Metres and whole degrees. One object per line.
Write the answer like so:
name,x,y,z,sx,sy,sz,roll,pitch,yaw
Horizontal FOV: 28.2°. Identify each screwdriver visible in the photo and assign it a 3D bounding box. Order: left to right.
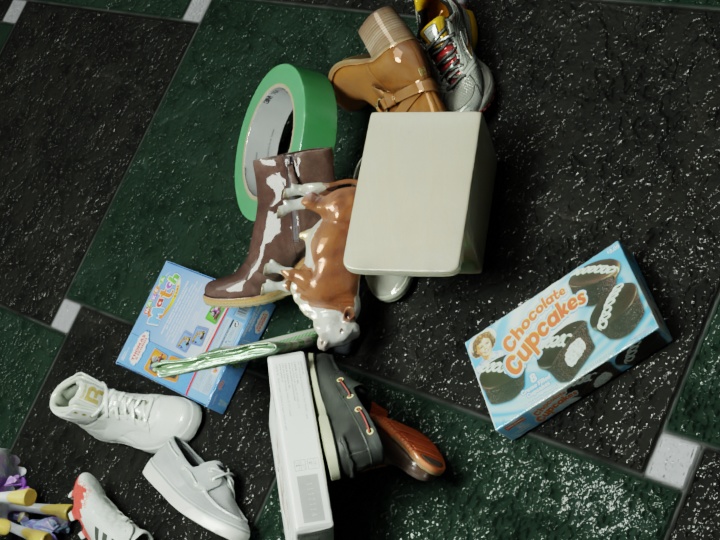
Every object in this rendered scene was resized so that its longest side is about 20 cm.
screwdriver,0.000,0.000,1.647,0.029,0.028,0.201,-137,59,-74

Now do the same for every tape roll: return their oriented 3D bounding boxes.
tape roll,-0.096,-0.156,1.791,0.200,0.048,0.202,-31,54,54

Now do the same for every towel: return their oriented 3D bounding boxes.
towel,-0.131,0.091,1.623,0.152,0.200,0.024,-12,87,17

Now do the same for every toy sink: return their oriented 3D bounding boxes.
toy sink,0.070,-0.063,1.580,0.130,0.112,0.201,1,62,17

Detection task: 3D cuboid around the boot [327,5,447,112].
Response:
boot,0.033,-0.202,1.726,0.155,0.073,0.200,62,157,15

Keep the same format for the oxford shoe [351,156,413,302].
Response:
oxford shoe,0.023,-0.055,1.679,0.075,0.058,0.201,-20,57,27

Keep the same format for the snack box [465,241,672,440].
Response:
snack box,0.208,0.072,1.459,0.200,0.037,0.117,-36,47,21

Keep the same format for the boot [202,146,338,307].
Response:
boot,-0.107,-0.050,1.701,0.199,0.072,0.167,-13,99,6

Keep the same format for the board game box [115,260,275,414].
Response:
board game box,-0.212,0.082,1.819,0.199,0.037,0.152,19,79,44

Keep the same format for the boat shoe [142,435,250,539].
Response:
boat shoe,-0.182,0.254,1.680,0.069,0.072,0.200,-59,35,-3

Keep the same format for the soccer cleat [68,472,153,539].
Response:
soccer cleat,-0.295,0.323,1.738,0.085,0.069,0.201,-33,51,11

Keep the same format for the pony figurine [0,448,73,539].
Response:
pony figurine,-0.472,0.304,1.833,0.199,0.193,0.168,7,73,23

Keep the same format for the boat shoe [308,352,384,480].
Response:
boat shoe,-0.018,0.148,1.506,0.063,0.074,0.202,-14,28,-5

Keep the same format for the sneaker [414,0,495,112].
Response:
sneaker,0.101,-0.254,1.706,0.078,0.082,0.201,-30,51,23

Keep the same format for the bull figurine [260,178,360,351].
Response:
bull figurine,-0.045,-0.009,1.619,0.121,0.065,0.201,12,78,0

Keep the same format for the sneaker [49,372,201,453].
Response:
sneaker,-0.302,0.176,1.788,0.199,0.115,0.074,-6,61,37

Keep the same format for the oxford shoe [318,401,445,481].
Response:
oxford shoe,0.020,0.191,1.538,0.200,0.071,0.073,29,90,56

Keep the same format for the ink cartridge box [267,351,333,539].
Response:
ink cartridge box,-0.066,0.216,1.548,0.044,0.177,0.201,-7,61,-7
